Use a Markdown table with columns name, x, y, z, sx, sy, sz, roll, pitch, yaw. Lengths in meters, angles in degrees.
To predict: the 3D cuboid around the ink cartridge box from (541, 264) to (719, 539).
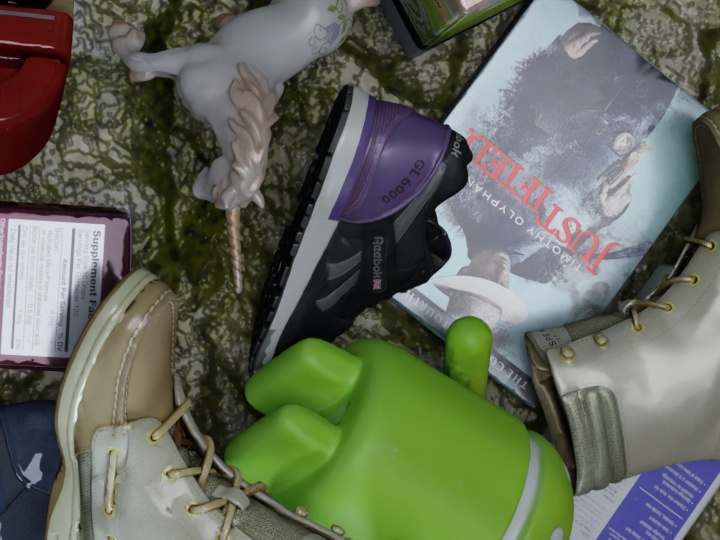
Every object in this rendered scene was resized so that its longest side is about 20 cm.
| name | x | y | z | sx | sy | sz | roll | pitch | yaw |
| --- | --- | --- | --- | --- | --- | --- | --- | --- | --- |
| ink cartridge box | 0.158 | 0.105 | 1.431 | 0.099 | 0.039 | 0.200 | 37 | 85 | -9 |

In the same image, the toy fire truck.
| name | x | y | z | sx | sy | sz | roll | pitch | yaw |
| --- | --- | --- | --- | --- | --- | --- | --- | --- | --- |
| toy fire truck | -0.238 | -0.085 | 1.269 | 0.175 | 0.129 | 0.201 | 6 | 67 | -11 |

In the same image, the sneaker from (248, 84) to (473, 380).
| name | x | y | z | sx | sy | sz | roll | pitch | yaw |
| --- | --- | --- | --- | --- | --- | --- | --- | --- | --- |
| sneaker | 0.000 | 0.000 | 1.337 | 0.087 | 0.076 | 0.201 | 18 | 129 | -8 |

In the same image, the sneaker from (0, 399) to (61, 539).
| name | x | y | z | sx | sy | sz | roll | pitch | yaw |
| --- | --- | --- | --- | --- | --- | --- | --- | --- | --- |
| sneaker | -0.215 | 0.170 | 1.340 | 0.145 | 0.077 | 0.204 | 1 | 83 | -21 |

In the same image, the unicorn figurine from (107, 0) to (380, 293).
| name | x | y | z | sx | sy | sz | roll | pitch | yaw |
| --- | --- | --- | --- | --- | --- | --- | --- | --- | --- |
| unicorn figurine | -0.064 | -0.107 | 1.322 | 0.200 | 0.137 | 0.074 | -52 | 138 | -16 |

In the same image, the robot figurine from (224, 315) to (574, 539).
| name | x | y | z | sx | sy | sz | roll | pitch | yaw |
| --- | --- | --- | --- | --- | --- | --- | --- | --- | --- |
| robot figurine | 0.029 | 0.114 | 1.335 | 0.199 | 0.116 | 0.176 | 31 | 51 | -19 |

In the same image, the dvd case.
| name | x | y | z | sx | sy | sz | roll | pitch | yaw |
| --- | --- | --- | --- | --- | --- | --- | --- | --- | --- |
| dvd case | 0.102 | -0.044 | 1.422 | 0.146 | 0.022 | 0.200 | 38 | 87 | -10 |

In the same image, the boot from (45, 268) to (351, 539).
| name | x | y | z | sx | sy | sz | roll | pitch | yaw |
| --- | --- | --- | --- | --- | --- | --- | --- | --- | --- |
| boot | -0.075 | 0.106 | 1.235 | 0.154 | 0.072 | 0.201 | 26 | 128 | 18 |

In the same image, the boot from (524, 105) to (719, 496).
| name | x | y | z | sx | sy | sz | roll | pitch | yaw |
| --- | --- | --- | --- | --- | --- | --- | --- | --- | --- |
| boot | 0.166 | 0.017 | 1.377 | 0.154 | 0.072 | 0.201 | -11 | 94 | -7 |

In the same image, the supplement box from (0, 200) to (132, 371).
| name | x | y | z | sx | sy | sz | roll | pitch | yaw |
| --- | --- | --- | --- | --- | --- | --- | --- | --- | --- |
| supplement box | -0.225 | 0.004 | 1.321 | 0.199 | 0.110 | 0.086 | 3 | 92 | -11 |

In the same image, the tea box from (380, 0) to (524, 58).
| name | x | y | z | sx | sy | sz | roll | pitch | yaw |
| --- | --- | --- | --- | --- | --- | --- | --- | --- | --- |
| tea box | 0.050 | -0.238 | 1.306 | 0.133 | 0.197 | 0.201 | -28 | 91 | -8 |
